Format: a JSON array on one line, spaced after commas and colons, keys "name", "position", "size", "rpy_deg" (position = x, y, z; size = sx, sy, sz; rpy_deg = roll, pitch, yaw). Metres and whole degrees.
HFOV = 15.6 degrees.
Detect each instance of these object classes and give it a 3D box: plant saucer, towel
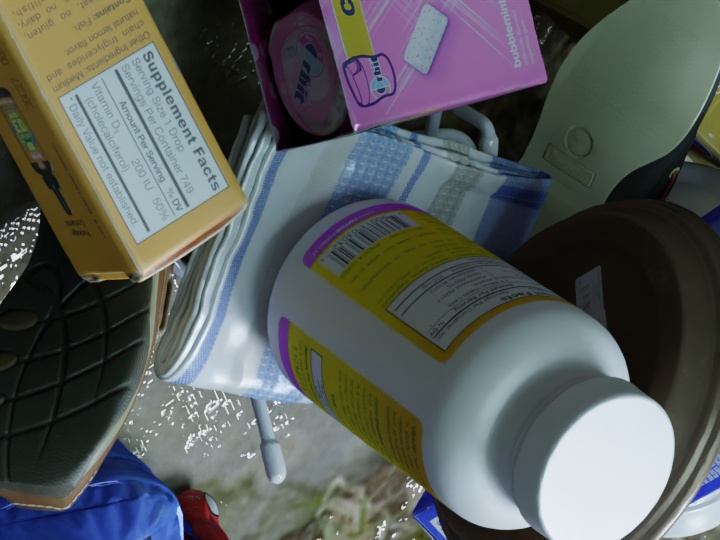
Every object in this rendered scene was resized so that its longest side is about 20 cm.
[{"name": "plant saucer", "position": [0.097, 0.055, 1.226], "size": [0.029, 0.200, 0.201], "rpy_deg": [27, 95, -33]}, {"name": "towel", "position": [0.000, 0.000, 1.261], "size": [0.199, 0.024, 0.147], "rpy_deg": [12, 105, -43]}]

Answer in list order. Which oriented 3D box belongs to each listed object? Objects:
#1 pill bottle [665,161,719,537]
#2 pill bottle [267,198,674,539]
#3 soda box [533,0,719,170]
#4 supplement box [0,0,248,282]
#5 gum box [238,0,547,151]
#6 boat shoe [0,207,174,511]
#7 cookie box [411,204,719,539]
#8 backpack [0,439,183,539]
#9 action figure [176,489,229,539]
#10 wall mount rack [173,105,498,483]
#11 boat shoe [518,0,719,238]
[{"name": "pill bottle", "position": [0.172, 0.048, 1.477], "size": [0.108, 0.109, 0.201], "rpy_deg": [-27, 129, -27]}, {"name": "pill bottle", "position": [0.049, 0.048, 1.167], "size": [0.104, 0.200, 0.105], "rpy_deg": [-16, 120, -29]}, {"name": "soda box", "position": [0.177, -0.115, 1.420], "size": [0.068, 0.064, 0.200], "rpy_deg": [-54, 136, -1]}, {"name": "supplement box", "position": [-0.127, -0.095, 1.104], "size": [0.069, 0.066, 0.201], "rpy_deg": [-31, 104, -25]}, {"name": "gum box", "position": [-0.001, -0.165, 1.175], "size": [0.113, 0.066, 0.201], "rpy_deg": [-16, 92, -35]}, {"name": "boat shoe", "position": [-0.116, 0.018, 1.185], "size": [0.074, 0.075, 0.201], "rpy_deg": [73, 28, -59]}, {"name": "cookie box", "position": [0.141, 0.059, 1.318], "size": [0.075, 0.200, 0.171], "rpy_deg": [48, 37, -10]}, {"name": "backpack", "position": [-0.174, 0.157, 1.198], "size": [0.199, 0.168, 0.163], "rpy_deg": [-11, 127, -41]}, {"name": "action figure", "position": [-0.074, 0.169, 1.280], "size": [0.051, 0.200, 0.066], "rpy_deg": [7, 120, -15]}, {"name": "wall mount rack", "position": [-0.004, 0.004, 1.322], "size": [0.199, 0.075, 0.175], "rpy_deg": [-12, 123, -35]}, {"name": "boat shoe", "position": [0.130, -0.067, 1.344], "size": [0.063, 0.074, 0.202], "rpy_deg": [-20, 146, -54]}]
